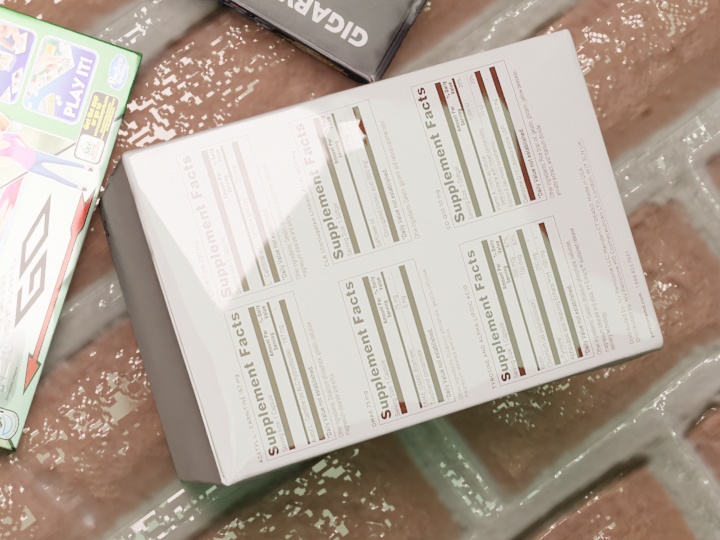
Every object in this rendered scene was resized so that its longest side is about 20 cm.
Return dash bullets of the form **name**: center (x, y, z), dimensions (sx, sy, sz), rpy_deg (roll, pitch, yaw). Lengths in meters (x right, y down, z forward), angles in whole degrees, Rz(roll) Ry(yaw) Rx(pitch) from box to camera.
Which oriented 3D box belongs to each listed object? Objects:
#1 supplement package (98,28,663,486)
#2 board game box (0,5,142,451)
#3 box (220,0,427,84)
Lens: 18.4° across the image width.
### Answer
- **supplement package**: center (0.000, 0.000, 1.007), dimensions (0.199, 0.191, 0.148), rpy_deg (-17, 89, -10)
- **board game box**: center (-0.197, -0.029, 1.056), dimensions (0.134, 0.029, 0.201), rpy_deg (18, 83, -9)
- **box**: center (-0.030, -0.223, 1.071), dimensions (0.199, 0.050, 0.199), rpy_deg (30, 89, -10)
